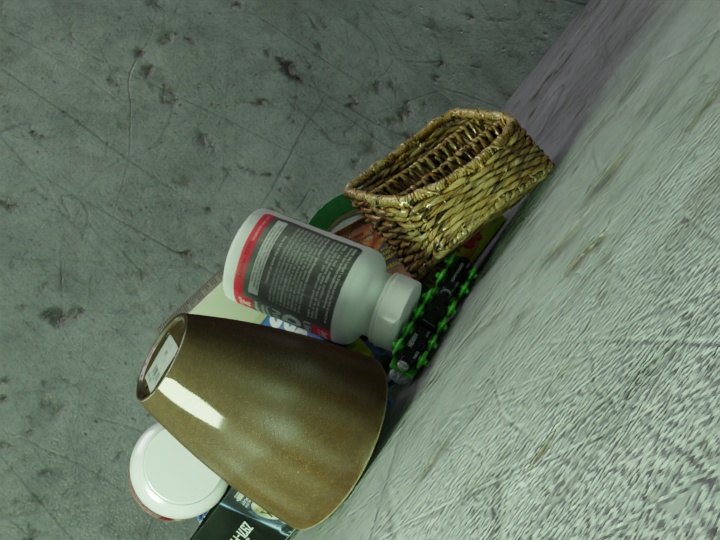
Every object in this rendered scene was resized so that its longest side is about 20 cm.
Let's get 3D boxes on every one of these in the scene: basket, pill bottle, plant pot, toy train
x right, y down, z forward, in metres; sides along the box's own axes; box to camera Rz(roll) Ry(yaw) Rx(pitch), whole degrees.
[{"bbox_3d":[0.103,-0.111,1.344,0.200,0.149,0.143,-36,-5,-21],"label":"basket"},{"bbox_3d":[-0.204,0.224,1.304,0.113,0.113,0.200,-54,1,-17],"label":"pill bottle"},{"bbox_3d":[-0.108,0.127,1.126,0.187,0.200,0.187,-46,27,32],"label":"plant pot"},{"bbox_3d":[-0.040,0.015,1.264,0.111,0.200,0.111,21,-90,-77],"label":"pill bottle"},{"bbox_3d":[0.078,0.053,1.272,0.200,0.042,0.056,-55,-8,-46],"label":"toy train"}]

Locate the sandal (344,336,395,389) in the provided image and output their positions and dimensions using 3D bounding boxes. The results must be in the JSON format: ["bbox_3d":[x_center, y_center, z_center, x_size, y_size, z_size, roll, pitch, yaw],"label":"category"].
[{"bbox_3d":[-0.015,0.077,1.366,0.079,0.087,0.200,-43,50,24],"label":"sandal"}]

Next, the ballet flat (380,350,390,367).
[{"bbox_3d":[0.014,0.114,1.605,0.200,0.068,0.072,-56,-17,-69],"label":"ballet flat"}]

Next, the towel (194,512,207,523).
[{"bbox_3d":[-0.167,0.290,1.531,0.200,0.024,0.145,72,-143,-55],"label":"towel"}]

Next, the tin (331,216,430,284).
[{"bbox_3d":[0.000,0.000,1.438,0.200,0.112,0.042,-27,-29,15],"label":"tin"}]

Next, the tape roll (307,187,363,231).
[{"bbox_3d":[0.015,-0.009,1.535,0.200,0.200,0.048,-53,2,-5],"label":"tape roll"}]

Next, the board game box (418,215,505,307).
[{"bbox_3d":[0.084,-0.017,1.476,0.200,0.102,0.048,-53,0,2],"label":"board game box"}]

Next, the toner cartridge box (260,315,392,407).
[{"bbox_3d":[-0.054,0.118,1.293,0.095,0.043,0.200,-56,44,11],"label":"toner cartridge box"}]

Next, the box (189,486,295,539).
[{"bbox_3d":[-0.100,0.248,1.354,0.164,0.086,0.200,-53,1,29],"label":"box"}]

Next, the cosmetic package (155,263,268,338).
[{"bbox_3d":[-0.149,0.034,1.390,0.200,0.071,0.105,-43,12,-4],"label":"cosmetic package"}]
